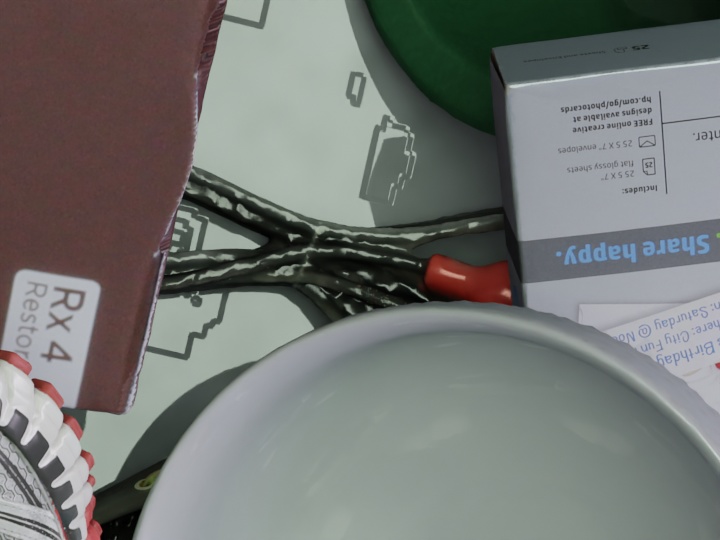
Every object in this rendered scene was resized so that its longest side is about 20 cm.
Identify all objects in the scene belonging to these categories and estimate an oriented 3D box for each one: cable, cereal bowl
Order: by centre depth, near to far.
[{"bbox_3d":[0.037,0.106,0.763,0.199,0.083,0.201,0,91,24],"label":"cereal bowl"},{"bbox_3d":[0.000,0.000,0.855,0.199,0.050,0.097,29,85,-6],"label":"cable"}]

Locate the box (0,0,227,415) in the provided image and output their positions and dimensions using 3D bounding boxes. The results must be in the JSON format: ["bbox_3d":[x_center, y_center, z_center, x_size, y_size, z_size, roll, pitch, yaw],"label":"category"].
[{"bbox_3d":[-0.124,-0.093,0.741,0.163,0.200,0.166,11,121,-9],"label":"box"}]

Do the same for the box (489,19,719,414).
[{"bbox_3d":[0.125,0.024,0.811,0.155,0.041,0.201,-6,112,-1],"label":"box"}]

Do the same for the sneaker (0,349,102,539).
[{"bbox_3d":[-0.104,0.081,0.676,0.082,0.078,0.200,-58,132,-35],"label":"sneaker"}]

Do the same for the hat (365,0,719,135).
[{"bbox_3d":[0.123,-0.115,0.902,0.199,0.176,0.167,0,87,29],"label":"hat"}]

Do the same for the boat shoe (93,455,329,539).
[{"bbox_3d":[-0.096,0.114,0.828,0.201,0.060,0.072,-33,92,-10],"label":"boat shoe"}]
